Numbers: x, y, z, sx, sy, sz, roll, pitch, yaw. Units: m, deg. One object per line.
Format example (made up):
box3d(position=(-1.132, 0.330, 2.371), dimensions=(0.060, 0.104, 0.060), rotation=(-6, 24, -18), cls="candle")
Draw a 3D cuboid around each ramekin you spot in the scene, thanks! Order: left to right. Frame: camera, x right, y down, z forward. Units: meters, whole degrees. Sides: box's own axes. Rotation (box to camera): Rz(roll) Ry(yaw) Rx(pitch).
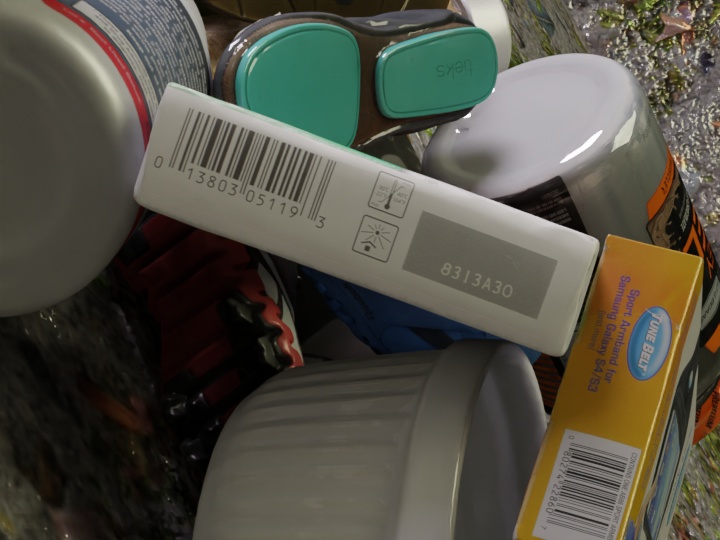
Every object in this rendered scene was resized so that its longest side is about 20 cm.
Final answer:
box3d(position=(0.008, 0.127, 0.735), dimensions=(0.200, 0.104, 0.202), rotation=(-1, 90, -73), cls="ramekin")

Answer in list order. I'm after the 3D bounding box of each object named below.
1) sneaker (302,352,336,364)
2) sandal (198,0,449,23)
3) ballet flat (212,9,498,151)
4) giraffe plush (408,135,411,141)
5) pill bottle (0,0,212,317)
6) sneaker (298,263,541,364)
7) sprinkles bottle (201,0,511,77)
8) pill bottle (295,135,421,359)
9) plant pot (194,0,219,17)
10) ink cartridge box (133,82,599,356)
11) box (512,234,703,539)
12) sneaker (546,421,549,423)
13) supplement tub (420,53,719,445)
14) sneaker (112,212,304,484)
box3d(position=(0.023, 0.097, 0.882), dimensions=(0.199, 0.087, 0.080), rotation=(17, -1, 40), cls="sneaker")
box3d(position=(-0.033, -0.154, 0.895), dimensions=(0.199, 0.054, 0.081), rotation=(3, 97, -48), cls="sandal")
box3d(position=(-0.016, -0.085, 0.855), dimensions=(0.199, 0.073, 0.073), rotation=(-15, 74, -51), cls="ballet flat")
box3d(position=(0.015, -0.184, 1.228), dimensions=(0.200, 0.161, 0.173), rotation=(54, -13, 27), cls="giraffe plush")
box3d(position=(-0.123, -0.068, 0.750), dimensions=(0.120, 0.119, 0.200), rotation=(57, 16, -11), cls="pill bottle")
box3d(position=(0.000, 0.000, 0.869), dimensions=(0.199, 0.079, 0.066), rotation=(28, 22, -20), cls="sneaker")
box3d(position=(-0.017, -0.108, 0.963), dimensions=(0.199, 0.068, 0.069), rotation=(-14, 70, -34), cls="sprinkles bottle")
box3d(position=(-0.001, 0.000, 1.023), dimensions=(0.201, 0.113, 0.113), rotation=(65, 16, 19), cls="pill bottle")
box3d(position=(-0.111, -0.194, 0.948), dimensions=(0.188, 0.187, 0.200), rotation=(62, 30, 4), cls="plant pot")
box3d(position=(0.008, -0.015, 0.731), dimensions=(0.160, 0.050, 0.200), rotation=(20, 2, 4), cls="ink cartridge box")
box3d(position=(0.098, 0.086, 0.719), dimensions=(0.200, 0.041, 0.120), rotation=(69, 37, -61), cls="box")
box3d(position=(0.083, 0.111, 1.083), dimensions=(0.200, 0.074, 0.081), rotation=(43, -1, 26), cls="sneaker")
box3d(position=(0.122, -0.002, 0.984), dimensions=(0.123, 0.122, 0.201), rotation=(-96, 161, -55), cls="supplement tub")
box3d(position=(-0.058, 0.026, 0.875), dimensions=(0.098, 0.071, 0.202), rotation=(24, 38, -61), cls="sneaker")
